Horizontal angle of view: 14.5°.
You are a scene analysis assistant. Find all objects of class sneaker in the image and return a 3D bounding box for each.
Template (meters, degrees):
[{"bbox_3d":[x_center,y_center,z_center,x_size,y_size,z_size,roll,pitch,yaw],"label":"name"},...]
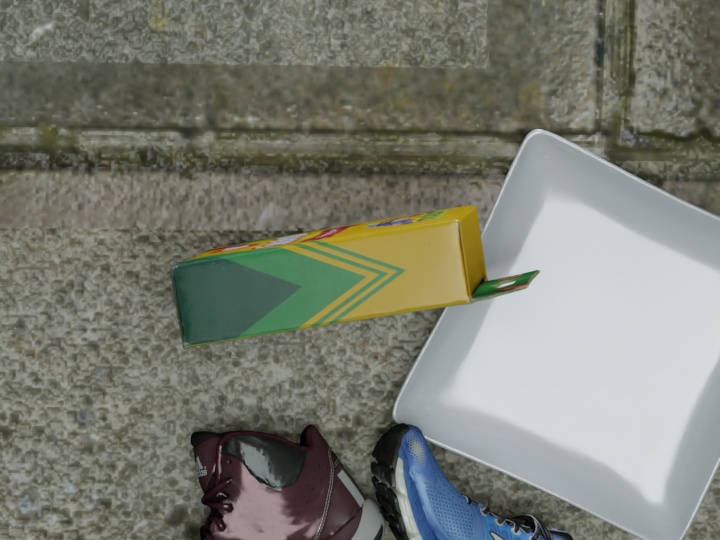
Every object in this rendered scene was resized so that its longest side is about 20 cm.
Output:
[{"bbox_3d":[0.078,0.168,1.721,0.089,0.079,0.200,-35,109,-4],"label":"sneaker"},{"bbox_3d":[-0.094,0.160,1.708,0.200,0.076,0.116,-31,96,-9],"label":"sneaker"}]

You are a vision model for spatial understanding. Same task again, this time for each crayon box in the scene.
[{"bbox_3d":[0.000,0.000,1.636,0.199,0.127,0.051,-9,93,6],"label":"crayon box"}]

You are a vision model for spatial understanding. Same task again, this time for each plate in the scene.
[{"bbox_3d":[0.146,0.041,1.720,0.200,0.032,0.200,25,96,-8],"label":"plate"}]
